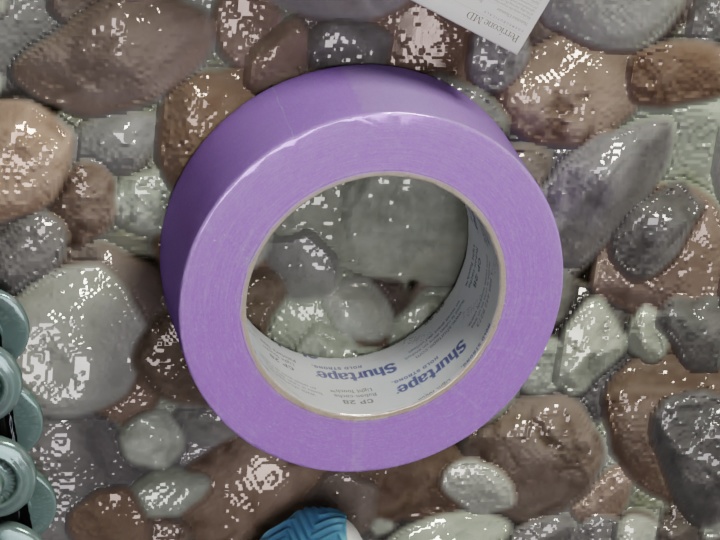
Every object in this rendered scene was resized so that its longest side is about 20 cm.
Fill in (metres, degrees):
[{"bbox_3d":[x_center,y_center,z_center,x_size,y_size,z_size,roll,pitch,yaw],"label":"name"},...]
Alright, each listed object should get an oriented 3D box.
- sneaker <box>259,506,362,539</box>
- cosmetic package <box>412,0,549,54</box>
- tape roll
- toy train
[{"bbox_3d":[-0.030,0.224,1.488,0.081,0.076,0.202,-7,109,-56],"label":"sneaker"},{"bbox_3d":[0.009,-0.186,1.302,0.199,0.051,0.083,25,106,-24],"label":"cosmetic package"},{"bbox_3d":[0.000,0.000,1.385,0.198,0.066,0.202,-5,117,-11],"label":"tape roll"},{"bbox_3d":[-0.217,0.092,1.369,0.113,0.085,0.201,-6,117,-1],"label":"toy train"}]
